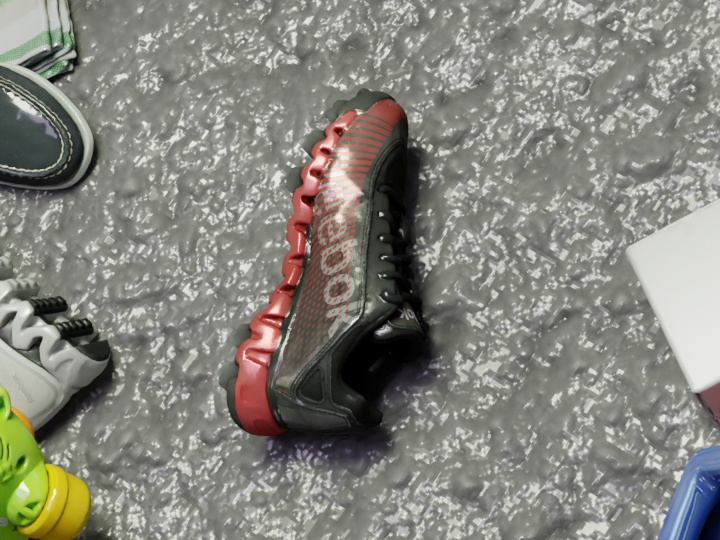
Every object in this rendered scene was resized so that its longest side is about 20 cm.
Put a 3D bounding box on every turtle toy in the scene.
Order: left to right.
[{"bbox_3d":[-0.251,0.130,1.308,0.200,0.146,0.101,-48,38,20],"label":"turtle toy"}]

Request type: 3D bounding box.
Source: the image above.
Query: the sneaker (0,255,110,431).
[{"bbox_3d":[-0.237,0.012,1.378,0.200,0.075,0.081,43,104,17],"label":"sneaker"}]

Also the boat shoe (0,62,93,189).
[{"bbox_3d":[-0.254,-0.102,1.425,0.200,0.060,0.076,23,99,13],"label":"boat shoe"}]

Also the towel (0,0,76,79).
[{"bbox_3d":[-0.260,-0.188,1.508,0.149,0.031,0.200,-21,62,13],"label":"towel"}]

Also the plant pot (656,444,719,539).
[{"bbox_3d":[0.231,0.196,1.033,0.200,0.180,0.200,-13,53,66],"label":"plant pot"}]

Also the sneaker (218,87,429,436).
[{"bbox_3d":[0.000,0.000,1.297,0.098,0.071,0.200,12,76,27],"label":"sneaker"}]

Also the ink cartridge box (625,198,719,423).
[{"bbox_3d":[0.257,0.020,1.198,0.200,0.045,0.176,-29,60,10],"label":"ink cartridge box"}]
